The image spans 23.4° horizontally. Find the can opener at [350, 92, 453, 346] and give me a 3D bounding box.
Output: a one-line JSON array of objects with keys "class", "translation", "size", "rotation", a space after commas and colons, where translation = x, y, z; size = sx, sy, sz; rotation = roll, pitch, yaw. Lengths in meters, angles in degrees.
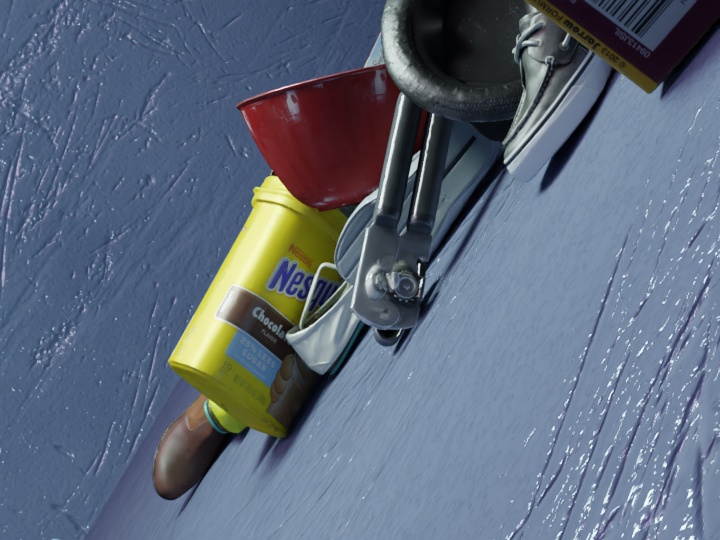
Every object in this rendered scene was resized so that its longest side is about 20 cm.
[{"class": "can opener", "translation": [0.033, -0.041, 1.365], "size": [0.067, 0.053, 0.202], "rotation": [104, 177, -67]}]

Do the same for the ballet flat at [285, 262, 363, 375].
[{"class": "ballet flat", "translation": [0.000, 0.000, 1.560], "size": [0.201, 0.069, 0.069], "rotation": [-56, 6, 7]}]

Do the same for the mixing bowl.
[{"class": "mixing bowl", "translation": [-0.004, -0.114, 1.534], "size": [0.198, 0.109, 0.200], "rotation": [-12, 1, 0]}]

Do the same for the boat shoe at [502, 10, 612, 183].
[{"class": "boat shoe", "translation": [0.139, -0.153, 1.214], "size": [0.201, 0.071, 0.072], "rotation": [-60, 7, -23]}]

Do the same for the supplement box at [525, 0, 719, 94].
[{"class": "supplement box", "translation": [0.168, -0.219, 1.058], "size": [0.103, 0.130, 0.200], "rotation": [-51, 9, 33]}]

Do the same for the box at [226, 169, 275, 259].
[{"class": "box", "translation": [-0.087, -0.031, 1.774], "size": [0.193, 0.047, 0.201], "rotation": [87, -152, -73]}]

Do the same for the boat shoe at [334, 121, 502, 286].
[{"class": "boat shoe", "translation": [0.059, -0.060, 1.457], "size": [0.200, 0.074, 0.067], "rotation": [-43, -3, 29]}]

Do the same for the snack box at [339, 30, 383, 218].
[{"class": "snack box", "translation": [0.026, -0.154, 1.839], "size": [0.201, 0.067, 0.170], "rotation": [98, -167, -57]}]

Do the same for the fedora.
[{"class": "fedora", "translation": [0.110, -0.174, 1.349], "size": [0.201, 0.199, 0.092], "rotation": [-60, -29, -25]}]

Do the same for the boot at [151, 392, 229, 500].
[{"class": "boot", "translation": [-0.164, 0.187, 2.029], "size": [0.189, 0.068, 0.200], "rotation": [-51, 12, -16]}]

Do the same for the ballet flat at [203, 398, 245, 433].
[{"class": "ballet flat", "translation": [-0.101, 0.116, 1.761], "size": [0.067, 0.067, 0.200], "rotation": [-37, 1, 14]}]

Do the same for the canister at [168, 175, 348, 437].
[{"class": "canister", "translation": [-0.078, 0.037, 1.625], "size": [0.086, 0.148, 0.201], "rotation": [12, 68, 45]}]
